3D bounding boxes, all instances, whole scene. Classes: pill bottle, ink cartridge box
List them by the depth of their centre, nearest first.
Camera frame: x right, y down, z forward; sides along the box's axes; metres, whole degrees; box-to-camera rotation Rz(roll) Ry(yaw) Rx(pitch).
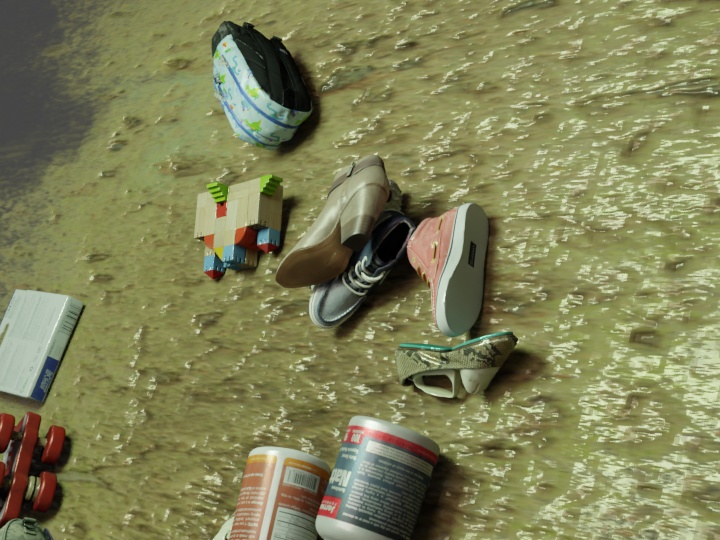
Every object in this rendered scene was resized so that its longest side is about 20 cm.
[{"bbox_3d":[0.012,0.289,1.502,0.119,0.120,0.200,3,68,45],"label":"pill bottle"},{"bbox_3d":[-0.111,0.338,1.599,0.112,0.112,0.200,-8,60,41],"label":"pill bottle"},{"bbox_3d":[-0.607,0.135,2.268,0.200,0.043,0.197,5,70,48],"label":"ink cartridge box"}]

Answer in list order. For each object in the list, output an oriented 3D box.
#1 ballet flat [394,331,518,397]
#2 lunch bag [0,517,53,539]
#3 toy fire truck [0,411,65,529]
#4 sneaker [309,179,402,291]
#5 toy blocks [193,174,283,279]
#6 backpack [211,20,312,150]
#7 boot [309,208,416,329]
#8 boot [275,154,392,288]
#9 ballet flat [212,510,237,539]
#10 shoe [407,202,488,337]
[{"bbox_3d":[0.122,0.122,1.556,0.200,0.068,0.075,-11,80,46],"label":"ballet flat"},{"bbox_3d":[-0.564,0.500,1.918,0.200,0.139,0.168,-42,43,15],"label":"lunch bag"},{"bbox_3d":[-0.579,0.341,2.076,0.168,0.112,0.200,-44,35,52],"label":"toy fire truck"},{"bbox_3d":[-0.026,-0.061,1.801,0.200,0.070,0.100,-53,39,4],"label":"sneaker"},{"bbox_3d":[-0.196,-0.063,1.965,0.200,0.100,0.137,-11,70,41],"label":"toy blocks"},{"bbox_3d":[-0.159,-0.295,2.030,0.154,0.163,0.200,-56,47,14],"label":"backpack"},{"bbox_3d":[0.000,0.000,1.713,0.200,0.073,0.090,-55,11,2],"label":"boot"},{"bbox_3d":[-0.035,-0.071,1.717,0.200,0.070,0.146,-27,40,35],"label":"boot"},{"bbox_3d":[-0.169,0.390,1.657,0.068,0.067,0.200,-19,53,35],"label":"ballet flat"},{"bbox_3d":[0.109,0.005,1.630,0.091,0.071,0.200,-16,48,39],"label":"shoe"}]
